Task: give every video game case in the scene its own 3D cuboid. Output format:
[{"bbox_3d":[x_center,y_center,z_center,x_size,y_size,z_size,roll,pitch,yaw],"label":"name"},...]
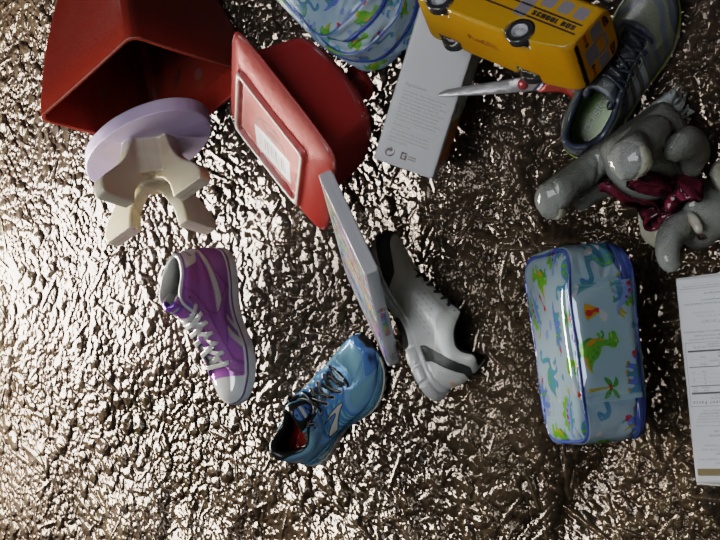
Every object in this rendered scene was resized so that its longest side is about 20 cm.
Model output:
[{"bbox_3d":[0.000,0.000,1.772,0.018,0.201,0.144,-22,57,-5],"label":"video game case"}]

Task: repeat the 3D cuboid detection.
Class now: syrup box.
[{"bbox_3d":[0.364,0.101,1.533,0.081,0.078,0.203,-8,87,40],"label":"syrup box"}]

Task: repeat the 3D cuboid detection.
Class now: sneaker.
[{"bbox_3d":[-0.041,0.159,1.875,0.078,0.089,0.201,46,119,28],"label":"sneaker"},{"bbox_3d":[-0.201,0.073,1.993,0.072,0.114,0.203,-18,82,38],"label":"sneaker"},{"bbox_3d":[0.076,0.041,1.793,0.080,0.074,0.202,-29,78,23],"label":"sneaker"},{"bbox_3d":[0.259,-0.195,1.589,0.073,0.081,0.202,26,106,10],"label":"sneaker"}]

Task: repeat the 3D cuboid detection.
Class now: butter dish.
[{"bbox_3d":[-0.050,-0.184,1.836,0.201,0.147,0.200,51,160,16],"label":"butter dish"}]

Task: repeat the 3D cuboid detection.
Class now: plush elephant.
[{"bbox_3d":[0.295,-0.072,1.544,0.156,0.200,0.164,56,141,-4],"label":"plush elephant"}]

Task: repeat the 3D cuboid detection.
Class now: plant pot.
[{"bbox_3d":[-0.278,-0.291,1.999,0.199,0.199,0.178,-32,60,37],"label":"plant pot"}]

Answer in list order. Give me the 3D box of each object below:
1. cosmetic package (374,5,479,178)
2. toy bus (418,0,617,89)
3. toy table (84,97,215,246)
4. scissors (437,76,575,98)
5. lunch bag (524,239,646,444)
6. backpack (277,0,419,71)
[{"bbox_3d":[0.084,-0.212,1.729,0.071,0.101,0.202,19,108,7],"label":"cosmetic package"},{"bbox_3d":[0.151,-0.245,1.583,0.199,0.065,0.078,29,71,37],"label":"toy bus"},{"bbox_3d":[-0.263,-0.119,2.010,0.200,0.182,0.118,-39,51,44],"label":"toy table"},{"bbox_3d":[0.182,-0.189,1.656,0.198,0.014,0.074,-21,97,13],"label":"scissors"},{"bbox_3d":[0.225,0.073,1.613,0.161,0.081,0.203,153,111,-77],"label":"lunch bag"},{"bbox_3d":[-0.013,-0.317,1.789,0.163,0.154,0.201,-39,73,11],"label":"backpack"}]
